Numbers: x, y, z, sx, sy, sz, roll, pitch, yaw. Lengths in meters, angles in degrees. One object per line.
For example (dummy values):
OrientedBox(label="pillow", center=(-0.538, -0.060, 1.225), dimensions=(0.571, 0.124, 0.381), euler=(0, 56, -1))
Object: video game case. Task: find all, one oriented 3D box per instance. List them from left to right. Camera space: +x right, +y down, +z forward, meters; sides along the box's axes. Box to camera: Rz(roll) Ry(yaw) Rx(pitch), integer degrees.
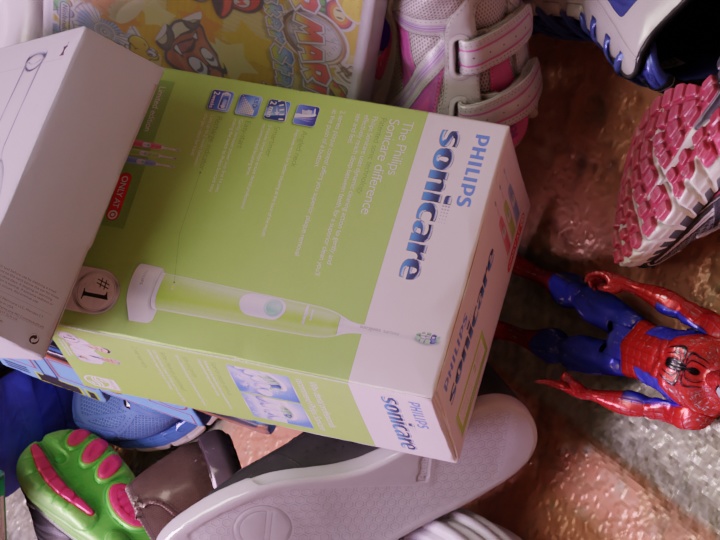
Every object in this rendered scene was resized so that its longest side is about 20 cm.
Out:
OrientedBox(label="video game case", center=(-0.075, -0.138, 1.317), dimensions=(0.023, 0.182, 0.200), euler=(-57, -14, -36))

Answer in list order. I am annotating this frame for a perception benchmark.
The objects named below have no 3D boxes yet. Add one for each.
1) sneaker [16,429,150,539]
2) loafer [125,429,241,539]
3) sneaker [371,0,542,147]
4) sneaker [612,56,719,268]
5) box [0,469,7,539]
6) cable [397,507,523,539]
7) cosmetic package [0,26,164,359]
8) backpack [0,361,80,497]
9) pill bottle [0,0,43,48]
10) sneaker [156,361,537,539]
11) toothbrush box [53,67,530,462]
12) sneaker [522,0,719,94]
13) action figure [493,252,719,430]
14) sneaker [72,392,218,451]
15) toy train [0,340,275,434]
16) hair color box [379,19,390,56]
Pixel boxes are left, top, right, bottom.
OrientedBox(label="sneaker", center=(-0.131, 0.180, 1.540), dimensions=(0.200, 0.077, 0.084), euler=(55, 158, 31))
OrientedBox(label="loafer", center=(-0.088, 0.175, 1.423), dimensions=(0.073, 0.071, 0.200), euler=(-116, 16, -61))
OrientedBox(label="sneaker", center=(0.056, -0.107, 1.318), dimensions=(0.088, 0.081, 0.200), euler=(49, 154, 20))
OrientedBox(label="sneaker", center=(0.185, -0.055, 1.246), dimensions=(0.200, 0.075, 0.081), euler=(-44, 31, 48))
OrientedBox(label="box", center=(-0.296, 0.110, 1.568), dimensions=(0.200, 0.048, 0.117), euler=(32, 145, 18))
OrientedBox(label="cable", center=(0.032, 0.216, 1.338), dimensions=(0.200, 0.069, 0.200), euler=(-45, 49, 31))
OrientedBox(label="cosmetic package", center=(-0.181, -0.035, 1.310), dimensions=(0.200, 0.052, 0.151), euler=(-3, 61, 63))
OrientedBox(label="backpack", center=(-0.232, 0.036, 1.614), dimensions=(0.162, 0.168, 0.201), euler=(22, 129, 49))
OrientedBox(label="pill bottle", center=(-0.141, -0.107, 1.519), dimensions=(0.111, 0.200, 0.112), euler=(-17, 66, 44))
OrientedBox(label="sneaker", center=(-0.014, 0.093, 1.341), dimensions=(0.200, 0.071, 0.099), euler=(-24, 34, 2))
OrientedBox(label="toothbrush box", center=(-0.034, -0.005, 1.289), dimensions=(0.199, 0.086, 0.146), euler=(9, 67, 16))
OrientedBox(label="sneaker", center=(0.127, -0.134, 1.320), dimensions=(0.199, 0.080, 0.115), euler=(-18, 64, 42))
OrientedBox(label="action figure", center=(0.124, 0.034, 1.305), dimensions=(0.200, 0.052, 0.066), euler=(20, 90, 47))
OrientedBox(label="sneaker", center=(-0.106, 0.044, 1.522), dimensions=(0.200, 0.089, 0.079), euler=(-30, 57, 39))
OrientedBox(label="toy train", center=(-0.115, 0.028, 1.404), dimensions=(0.200, 0.114, 0.087), euler=(17, 71, 19))
OrientedBox(label="hair color box", center=(-0.057, -0.170, 1.443), dimensions=(0.109, 0.200, 0.065), euler=(17, 91, 48))
